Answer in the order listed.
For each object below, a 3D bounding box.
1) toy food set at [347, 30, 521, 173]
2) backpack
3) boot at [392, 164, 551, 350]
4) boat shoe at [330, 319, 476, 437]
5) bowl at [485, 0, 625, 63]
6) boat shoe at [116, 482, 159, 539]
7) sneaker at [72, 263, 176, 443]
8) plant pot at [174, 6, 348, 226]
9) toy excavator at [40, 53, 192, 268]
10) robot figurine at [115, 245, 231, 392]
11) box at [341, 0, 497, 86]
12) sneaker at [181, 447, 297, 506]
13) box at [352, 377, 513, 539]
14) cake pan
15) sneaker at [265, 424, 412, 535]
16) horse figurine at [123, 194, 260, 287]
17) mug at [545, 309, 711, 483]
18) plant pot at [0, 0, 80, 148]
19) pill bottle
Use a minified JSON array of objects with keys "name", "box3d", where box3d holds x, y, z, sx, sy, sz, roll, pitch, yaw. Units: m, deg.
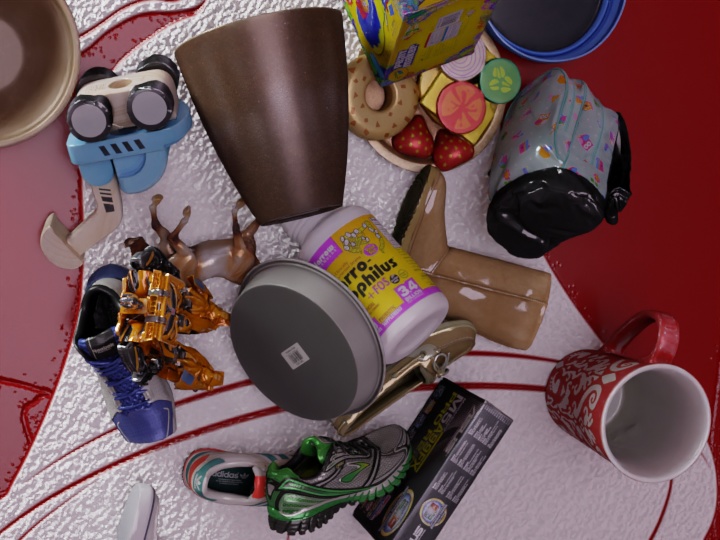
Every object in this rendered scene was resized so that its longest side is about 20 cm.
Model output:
[{"name":"toy food set","box3d":[0.081,-0.214,1.623,0.199,0.049,0.199,35,86,-15]},{"name":"backpack","box3d":[0.225,-0.129,1.598,0.126,0.166,0.201,40,51,-27]},{"name":"boot","box3d":[0.134,-0.015,1.649,0.198,0.066,0.177,17,104,-15]},{"name":"boat shoe","box3d":[0.052,0.124,1.624,0.199,0.073,0.063,-25,61,-8]},{"name":"bowl","box3d":[0.218,-0.343,1.645,0.199,0.039,0.203,-1,92,-17]},{"name":"boat shoe","box3d":[-0.242,0.339,1.580,0.065,0.072,0.202,7,94,-19]},{"name":"sneaker","box3d":[-0.267,0.098,1.519,0.080,0.115,0.201,-14,96,6]},{"name":"plant pot","box3d":[-0.087,-0.156,1.496,0.185,0.187,0.202,-13,88,-13]},{"name":"toy excavator","box3d":[-0.265,-0.107,1.491,0.192,0.100,0.202,-11,118,2]},{"name":"robot figurine","box3d":[-0.200,0.058,1.494,0.058,0.200,0.146,0,73,16]},{"name":"box","box3d":[0.050,-0.335,1.499,0.121,0.200,0.194,-21,79,-11]},{"name":"sneaker","box3d":[-0.101,0.243,1.594,0.198,0.093,0.071,6,94,-15]},{"name":"box","box3d":[0.079,0.228,1.606,0.044,0.160,0.201,35,87,-14]},{"name":"cake pan","box3d":[-0.065,0.083,1.544,0.037,0.199,0.201,-41,107,-45]},{"name":"sneaker","box3d":[-0.020,0.218,1.564,0.199,0.078,0.086,-24,118,-36]},{"name":"horse figurine","box3d":[-0.171,-0.025,1.561,0.198,0.050,0.133,-6,128,-20]},{"name":"mug","box3d":[0.317,0.145,1.639,0.133,0.200,0.178,44,83,-14]},{"name":"plant pot","box3d":[-0.397,-0.229,1.474,0.199,0.093,0.203,-1,95,-15]},{"name":"pill bottle","box3d":[0.000,0.000,1.563,0.104,0.104,0.200,-40,73,-8]}]
